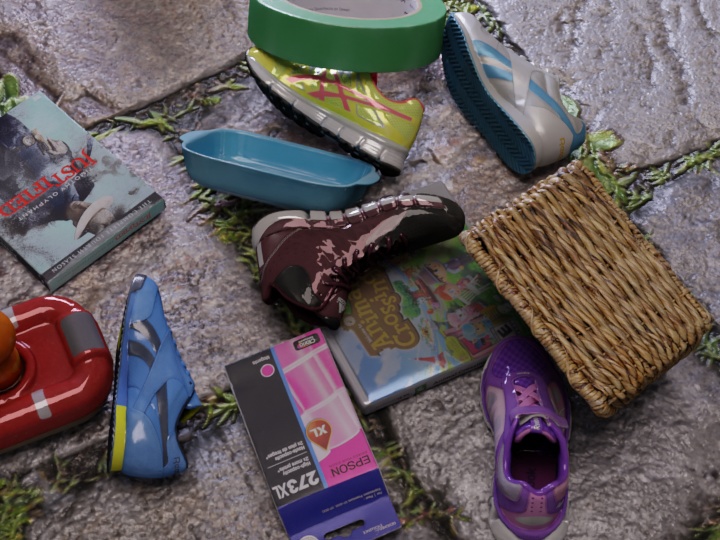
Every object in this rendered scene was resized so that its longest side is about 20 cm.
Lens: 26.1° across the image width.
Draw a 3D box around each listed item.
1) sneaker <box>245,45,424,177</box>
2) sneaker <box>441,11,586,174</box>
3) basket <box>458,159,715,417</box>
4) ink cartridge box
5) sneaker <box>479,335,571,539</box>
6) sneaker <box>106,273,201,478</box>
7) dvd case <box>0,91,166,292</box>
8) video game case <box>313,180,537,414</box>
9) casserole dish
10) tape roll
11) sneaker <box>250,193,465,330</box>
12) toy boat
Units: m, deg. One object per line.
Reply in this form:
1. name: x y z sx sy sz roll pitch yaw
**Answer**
1. sneaker: -0.023 -0.177 1.547 0.200 0.078 0.090 33 86 10
2. sneaker: 0.149 -0.185 1.572 0.081 0.077 0.200 -20 63 -23
3. basket: 0.177 0.033 1.364 0.149 0.143 0.200 -34 79 -24
4. ink cartridge box: -0.044 0.151 1.352 0.095 0.037 0.200 -22 59 -4
5. sneaker: 0.146 0.135 1.333 0.080 0.088 0.200 -1 55 1
6. sneaker: -0.181 0.095 1.386 0.078 0.066 0.200 5 55 -10
7. dvd case: -0.310 -0.082 1.531 0.146 0.022 0.200 -38 64 -23
8. video game case: 0.041 0.020 1.455 0.182 0.022 0.200 -22 58 -14
9. casserole dish: -0.081 -0.094 1.495 0.200 0.039 0.121 15 19 14
10. tape roll: -0.014 -0.254 1.575 0.200 0.048 0.200 6 26 -3
11. sneaker: 0.000 0.000 1.421 0.200 0.076 0.116 -8 59 8
12. toy boat: -0.321 0.080 1.351 0.200 0.131 0.131 -21 57 -14
